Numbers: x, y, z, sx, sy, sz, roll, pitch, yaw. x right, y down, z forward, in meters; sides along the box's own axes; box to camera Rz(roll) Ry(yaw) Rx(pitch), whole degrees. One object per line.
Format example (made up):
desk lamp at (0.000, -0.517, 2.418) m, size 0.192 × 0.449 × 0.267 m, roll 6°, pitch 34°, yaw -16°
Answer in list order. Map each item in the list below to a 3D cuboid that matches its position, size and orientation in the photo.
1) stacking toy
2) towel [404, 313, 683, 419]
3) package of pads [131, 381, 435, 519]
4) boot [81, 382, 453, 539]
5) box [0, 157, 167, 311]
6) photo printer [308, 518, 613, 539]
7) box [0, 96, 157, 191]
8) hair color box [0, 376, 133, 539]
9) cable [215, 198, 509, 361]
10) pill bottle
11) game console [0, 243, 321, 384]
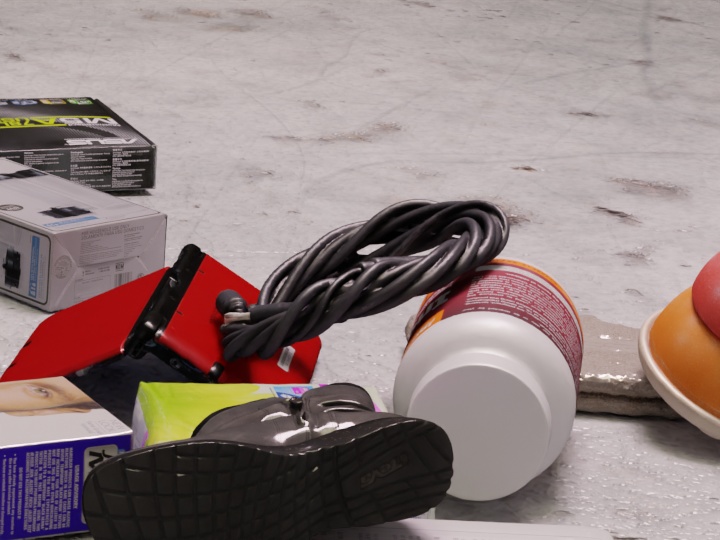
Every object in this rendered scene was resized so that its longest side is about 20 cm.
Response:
stacking toy at (0.280, 0.006, 1.662) m, size 0.146 × 0.200 × 0.146 m, roll 17°, pitch 31°, yaw -11°
towel at (0.130, 0.062, 1.772) m, size 0.200 × 0.035 × 0.133 m, roll 4°, pitch 15°, yaw 0°
package of pads at (-0.051, 0.120, 1.460) m, size 0.154 × 0.068 × 0.200 m, roll 1°, pitch 16°, yaw -11°
boot at (-0.063, 0.104, 1.316) m, size 0.200 × 0.070 × 0.132 m, roll -3°, pitch 9°, yaw -25°
box at (-0.255, -0.030, 1.948) m, size 0.117 × 0.060 × 0.200 m, roll -12°, pitch 22°, yaw -44°
photo printer at (0.035, 0.178, 1.278) m, size 0.199 × 0.070 × 0.166 m, roll 3°, pitch 16°, yaw -2°
box at (-0.299, -0.110, 2.240) m, size 0.200 × 0.048 × 0.193 m, roll -3°, pitch 15°, yaw -21°
hair color box at (-0.241, 0.111, 1.455) m, size 0.200 × 0.065 × 0.109 m, roll -3°, pitch 17°, yaw -29°
cable at (0.000, 0.000, 1.637) m, size 0.200 × 0.051 × 0.163 m, roll -21°, pitch 7°, yaw 1°
pill bottle at (0.080, 0.068, 1.593) m, size 0.113 × 0.113 × 0.200 m, roll 6°, pitch 15°, yaw 5°
game console at (-0.133, 0.067, 1.717) m, size 0.172 × 0.119 × 0.200 m, roll 35°, pitch 16°, yaw -5°
